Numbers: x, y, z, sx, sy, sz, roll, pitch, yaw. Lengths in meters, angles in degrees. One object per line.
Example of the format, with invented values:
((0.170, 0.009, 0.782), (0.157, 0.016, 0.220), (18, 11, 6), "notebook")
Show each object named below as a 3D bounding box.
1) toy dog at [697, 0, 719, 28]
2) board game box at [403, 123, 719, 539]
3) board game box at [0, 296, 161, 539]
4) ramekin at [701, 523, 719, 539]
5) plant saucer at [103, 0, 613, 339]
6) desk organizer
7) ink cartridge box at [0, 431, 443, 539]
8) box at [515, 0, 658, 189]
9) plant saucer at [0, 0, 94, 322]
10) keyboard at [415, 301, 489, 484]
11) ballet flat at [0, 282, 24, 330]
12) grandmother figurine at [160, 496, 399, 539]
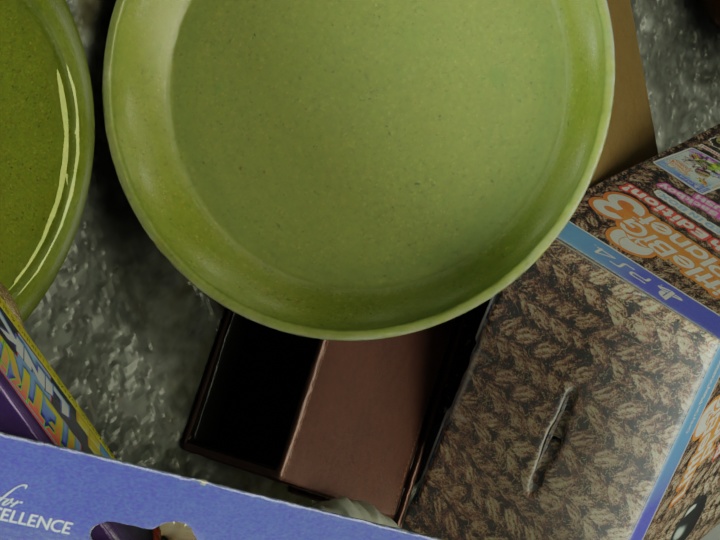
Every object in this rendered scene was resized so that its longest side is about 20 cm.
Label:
((0.277, -0.160, 1.072), (0.199, 0.139, 0.195), (-11, 90, -44), "toy dog")
((0.132, 0.043, 0.889), (0.200, 0.097, 0.160), (-25, 141, -52), "board game box")
((-0.181, 0.058, 0.611), (0.165, 0.057, 0.201), (-29, 114, 7), "board game box")
((0.124, 0.178, 1.013), (0.202, 0.094, 0.204), (-12, 107, -45), "ramekin")
((0.000, -0.073, 0.770), (0.031, 0.199, 0.201), (19, 84, -77), "plant saucer")
((0.000, 0.000, 0.864), (0.077, 0.071, 0.201), (25, 81, -43), "desk organizer")
((-0.085, 0.153, 0.620), (0.196, 0.047, 0.201), (16, 121, -22), "ink cartridge box")
((0.086, -0.111, 0.880), (0.200, 0.021, 0.165), (7, 72, -66), "box")
((-0.167, -0.044, 0.708), (0.199, 0.031, 0.202), (-11, 106, -44), "plant saucer")
((0.077, 0.032, 0.970), (0.200, 0.039, 0.105), (-44, 123, -30), "keyboard")
((-0.175, 0.078, 0.688), (0.070, 0.065, 0.200), (34, 105, -17), "ballet flat")
((-0.073, 0.134, 0.781), (0.199, 0.061, 0.122), (-12, 147, -24), "grandmother figurine")
